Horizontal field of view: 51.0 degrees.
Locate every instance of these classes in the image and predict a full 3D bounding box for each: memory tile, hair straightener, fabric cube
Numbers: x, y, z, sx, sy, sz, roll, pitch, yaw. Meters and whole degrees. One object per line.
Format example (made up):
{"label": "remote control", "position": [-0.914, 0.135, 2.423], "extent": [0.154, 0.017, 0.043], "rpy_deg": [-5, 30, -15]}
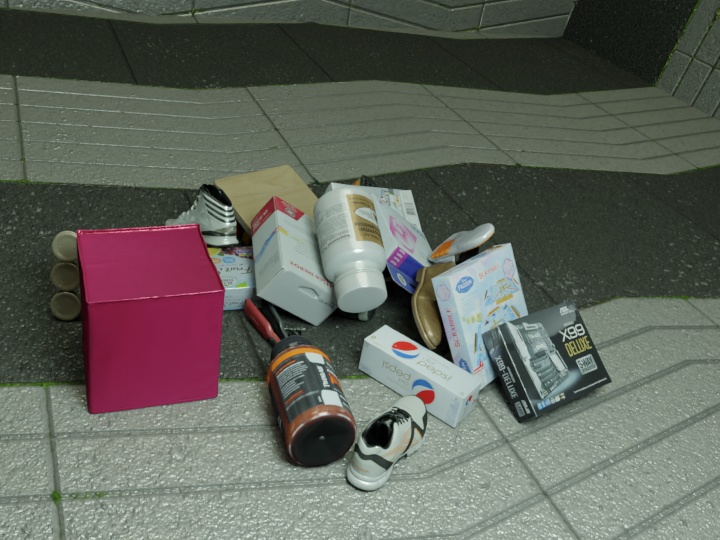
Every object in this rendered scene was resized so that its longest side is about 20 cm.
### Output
{"label": "memory tile", "position": [-0.413, 0.012, 1.260], "extent": [0.197, 0.156, 0.017], "rpy_deg": [4, 16, -11]}
{"label": "hair straightener", "position": [-0.123, 0.106, 1.301], "extent": [0.076, 0.041, 0.200], "rpy_deg": [-14, 39, -34]}
{"label": "fabric cube", "position": [-0.325, 0.066, 1.151], "extent": [0.193, 0.202, 0.201], "rpy_deg": [-5, 34, -22]}

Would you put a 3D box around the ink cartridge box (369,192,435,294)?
{"label": "ink cartridge box", "position": [0.094, -0.031, 1.443], "extent": [0.196, 0.043, 0.201], "rpy_deg": [33, 26, -48]}

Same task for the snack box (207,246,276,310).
{"label": "snack box", "position": [-0.265, 0.014, 1.393], "extent": [0.197, 0.054, 0.143], "rpy_deg": [-4, 36, -23]}

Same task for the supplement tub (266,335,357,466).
{"label": "supplement tub", "position": [-0.081, 0.185, 1.126], "extent": [0.105, 0.108, 0.201], "rpy_deg": [-2, 34, -20]}

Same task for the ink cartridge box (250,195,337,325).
{"label": "ink cartridge box", "position": [-0.118, -0.018, 1.378], "extent": [0.145, 0.083, 0.202], "rpy_deg": [31, 31, -33]}

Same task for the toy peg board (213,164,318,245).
{"label": "toy peg board", "position": [-0.188, -0.109, 1.600], "extent": [0.198, 0.098, 0.200], "rpy_deg": [-19, 58, -39]}

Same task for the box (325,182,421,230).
{"label": "box", "position": [0.033, -0.104, 1.601], "extent": [0.197, 0.041, 0.158], "rpy_deg": [2, 60, -29]}

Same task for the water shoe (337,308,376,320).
{"label": "water shoe", "position": [0.000, 0.000, 1.432], "extent": [0.078, 0.072, 0.202], "rpy_deg": [5, 53, 9]}

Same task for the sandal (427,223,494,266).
{"label": "sandal", "position": [0.192, -0.032, 1.391], "extent": [0.079, 0.059, 0.206], "rpy_deg": [-40, 8, -19]}

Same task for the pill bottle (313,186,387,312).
{"label": "pill bottle", "position": [-0.015, -0.035, 1.326], "extent": [0.113, 0.115, 0.202], "rpy_deg": [-1, 58, -18]}

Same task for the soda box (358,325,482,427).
{"label": "soda box", "position": [0.095, 0.171, 1.244], "extent": [0.198, 0.064, 0.068], "rpy_deg": [29, 34, 26]}

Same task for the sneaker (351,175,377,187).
{"label": "sneaker", "position": [-0.013, -0.115, 1.677], "extent": [0.070, 0.090, 0.202], "rpy_deg": [32, 48, -27]}

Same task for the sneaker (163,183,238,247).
{"label": "sneaker", "position": [-0.314, -0.115, 1.487], "extent": [0.198, 0.117, 0.075], "rpy_deg": [10, 12, 37]}

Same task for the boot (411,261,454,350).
{"label": "boot", "position": [0.136, 0.053, 1.312], "extent": [0.075, 0.074, 0.201], "rpy_deg": [-20, 34, 23]}

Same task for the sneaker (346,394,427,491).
{"label": "sneaker", "position": [0.051, 0.237, 1.111], "extent": [0.073, 0.081, 0.200], "rpy_deg": [21, 31, 19]}

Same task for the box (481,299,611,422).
{"label": "box", "position": [0.318, 0.150, 1.284], "extent": [0.198, 0.050, 0.160], "rpy_deg": [-13, 75, -34]}

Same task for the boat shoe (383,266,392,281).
{"label": "boat shoe", "position": [-0.015, -0.020, 1.515], "extent": [0.197, 0.063, 0.073], "rpy_deg": [2, 32, -13]}

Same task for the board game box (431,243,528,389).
{"label": "board game box", "position": [0.220, 0.077, 1.316], "extent": [0.041, 0.202, 0.199], "rpy_deg": [-7, 11, 45]}
